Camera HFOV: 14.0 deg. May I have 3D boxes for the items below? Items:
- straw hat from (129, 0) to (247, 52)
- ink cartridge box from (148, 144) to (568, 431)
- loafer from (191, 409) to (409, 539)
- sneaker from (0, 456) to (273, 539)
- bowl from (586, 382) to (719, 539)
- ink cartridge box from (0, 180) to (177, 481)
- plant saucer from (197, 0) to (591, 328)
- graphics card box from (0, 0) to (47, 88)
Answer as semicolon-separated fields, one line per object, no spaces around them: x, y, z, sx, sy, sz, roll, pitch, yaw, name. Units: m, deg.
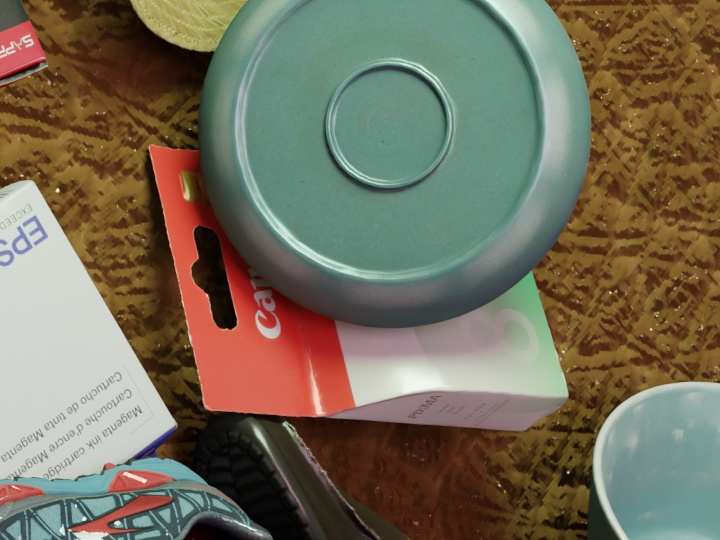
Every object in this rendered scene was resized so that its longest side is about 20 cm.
-0.077;-0.220;1.498;0.201;0.085;0.201;-31;138;-32;straw hat
0.000;0.000;1.513;0.200;0.050;0.161;7;55;-35;ink cartridge box
-0.016;0.148;1.502;0.071;0.073;0.200;-48;115;-44;loafer
-0.120;0.138;1.370;0.200;0.095;0.080;-17;120;-45;sneaker
0.201;0.166;1.589;0.200;0.105;0.201;15;37;-12;bowl
-0.186;0.089;1.407;0.196;0.043;0.200;-38;102;-33;ink cartridge box
0.015;-0.072;1.463;0.200;0.027;0.201;0;87;5;plant saucer
-0.230;-0.169;1.370;0.051;0.125;0.200;-25;97;-34;graphics card box
